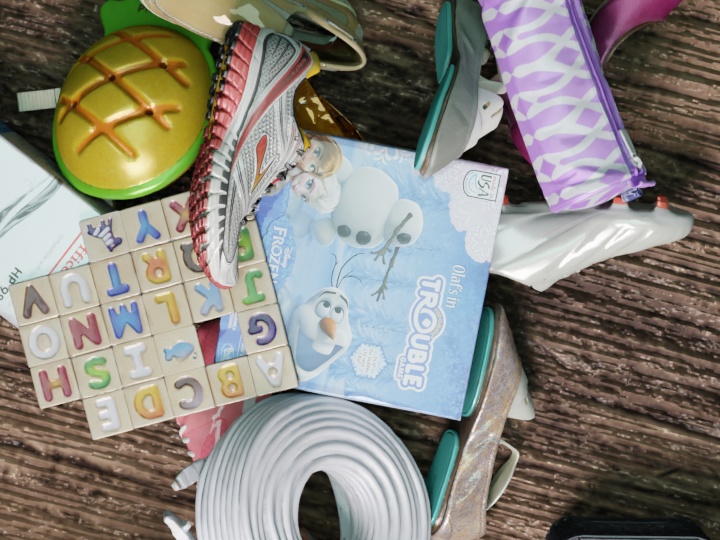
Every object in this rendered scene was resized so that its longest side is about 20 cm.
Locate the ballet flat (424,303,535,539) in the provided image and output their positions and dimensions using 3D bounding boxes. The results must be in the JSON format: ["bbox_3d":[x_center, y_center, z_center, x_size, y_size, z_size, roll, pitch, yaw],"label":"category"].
[{"bbox_3d":[0.102,0.126,1.691,0.067,0.068,0.200,14,99,-19],"label":"ballet flat"}]

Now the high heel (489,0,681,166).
[{"bbox_3d":[0.204,-0.161,1.665,0.200,0.067,0.096,-34,84,17],"label":"high heel"}]

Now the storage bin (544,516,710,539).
[{"bbox_3d":[0.216,0.304,1.676,0.135,0.094,0.200,1,92,1],"label":"storage bin"}]

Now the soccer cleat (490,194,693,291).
[{"bbox_3d":[0.167,-0.023,1.677,0.200,0.069,0.078,-1,98,8],"label":"soccer cleat"}]

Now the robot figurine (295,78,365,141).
[{"bbox_3d":[-0.031,-0.050,1.679,0.145,0.058,0.200,-32,91,3],"label":"robot figurine"}]

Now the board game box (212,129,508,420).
[{"bbox_3d":[0.000,0.000,1.628,0.199,0.043,0.200,10,92,0],"label":"board game box"}]

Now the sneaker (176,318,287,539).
[{"bbox_3d":[-0.114,0.133,1.694,0.087,0.074,0.200,12,87,11],"label":"sneaker"}]

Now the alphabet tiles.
[{"bbox_3d":[-0.164,0.034,1.612,0.200,0.008,0.167,-15,90,3],"label":"alphabet tiles"}]

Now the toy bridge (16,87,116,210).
[{"bbox_3d":[-0.233,-0.050,1.698,0.067,0.027,0.200,-7,94,1],"label":"toy bridge"}]

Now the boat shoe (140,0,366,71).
[{"bbox_3d":[-0.076,-0.196,1.612,0.200,0.076,0.072,6,130,-35],"label":"boat shoe"}]

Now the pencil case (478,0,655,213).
[{"bbox_3d":[0.156,-0.141,1.601,0.085,0.084,0.200,-22,88,47],"label":"pencil case"}]

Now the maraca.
[{"bbox_3d":[-0.172,-0.145,1.651,0.137,0.107,0.200,6,66,17],"label":"maraca"}]

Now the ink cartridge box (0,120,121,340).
[{"bbox_3d":[-0.264,-0.027,1.652,0.200,0.067,0.116,37,94,-1],"label":"ink cartridge box"}]

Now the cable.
[{"bbox_3d":[-0.034,0.191,1.625,0.200,0.069,0.200,55,51,-14],"label":"cable"}]

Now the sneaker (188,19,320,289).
[{"bbox_3d":[-0.079,-0.082,1.566,0.082,0.078,0.200,12,97,-13],"label":"sneaker"}]

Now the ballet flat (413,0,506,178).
[{"bbox_3d":[0.085,-0.141,1.620,0.064,0.200,0.067,17,134,-7],"label":"ballet flat"}]

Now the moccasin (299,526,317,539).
[{"bbox_3d":[-0.061,0.307,1.695,0.078,0.074,0.201,2,102,-11],"label":"moccasin"}]
